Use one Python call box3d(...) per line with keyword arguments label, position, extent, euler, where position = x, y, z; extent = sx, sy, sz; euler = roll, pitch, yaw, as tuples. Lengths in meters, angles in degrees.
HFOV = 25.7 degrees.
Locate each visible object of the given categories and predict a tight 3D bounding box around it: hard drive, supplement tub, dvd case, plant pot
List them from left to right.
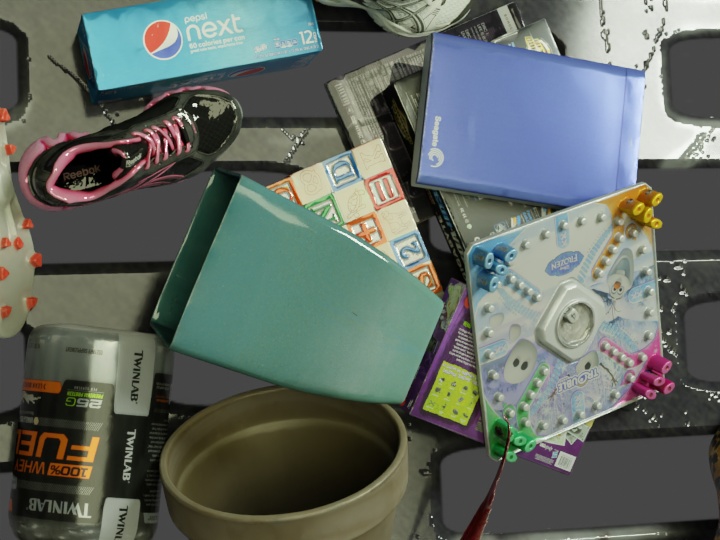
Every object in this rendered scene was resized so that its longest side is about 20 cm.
box3d(label="supplement tub", position=(-0.218, 0.149, 1.277), extent=(0.121, 0.122, 0.202), euler=(6, 83, -14))
box3d(label="plant pot", position=(-0.054, 0.216, 1.283), extent=(0.198, 0.200, 0.175), euler=(-12, 116, -15))
box3d(label="plant pot", position=(-0.046, 0.024, 1.273), extent=(0.199, 0.141, 0.142), euler=(24, 90, -16))
box3d(label="dvd case", position=(0.084, -0.139, 1.436), extent=(0.199, 0.016, 0.150), euler=(-25, 91, -14))
box3d(label="hard drive", position=(0.148, -0.125, 1.379), extent=(0.198, 0.025, 0.133), euler=(8, 83, -13))

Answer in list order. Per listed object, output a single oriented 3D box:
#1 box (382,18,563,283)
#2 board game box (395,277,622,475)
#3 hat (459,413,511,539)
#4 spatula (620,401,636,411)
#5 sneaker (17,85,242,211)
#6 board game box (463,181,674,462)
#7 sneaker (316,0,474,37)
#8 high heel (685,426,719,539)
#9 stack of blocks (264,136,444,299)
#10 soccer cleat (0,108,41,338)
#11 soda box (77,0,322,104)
box3d(label="box", position=(0.131, -0.102, 1.411), extent=(0.158, 0.046, 0.202), euler=(-24, 90, -14))
box3d(label="board game box", position=(0.132, 0.095, 1.375), extent=(0.199, 0.032, 0.121), euler=(24, 95, -34))
box3d(label="hat", position=(0.087, 0.266, 1.369), extent=(0.166, 0.199, 0.177), euler=(42, 33, -46))
box3d(label="spatula", position=(0.211, 0.035, 1.450), extent=(0.056, 0.021, 0.202), euler=(-21, 89, -17))
box3d(label="sneaker", position=(-0.184, -0.098, 1.317), extent=(0.198, 0.095, 0.080), euler=(-24, 101, -15))
box3d(label="board game box", position=(0.186, 0.046, 1.364), extent=(0.198, 0.026, 0.202), euler=(-19, 113, -27))
box3d(label="sneaker", position=(0.039, -0.250, 1.369), extent=(0.199, 0.087, 0.077), euler=(3, 86, -42))
box3d(label="high heel", position=(0.362, 0.192, 1.415), extent=(0.071, 0.142, 0.201), euler=(29, 79, -10))
box3d(label="stack of blocks", position=(0.000, 0.000, 1.372), extent=(0.114, 0.059, 0.202), euler=(-24, 95, -7))
box3d(label="soccer cleat", position=(-0.316, -0.044, 1.304), extent=(0.077, 0.069, 0.202), euler=(-3, 100, 25))
box3d(label="soda box", position=(-0.138, -0.198, 1.358), extent=(0.198, 0.064, 0.069), euler=(-12, 88, -16))
